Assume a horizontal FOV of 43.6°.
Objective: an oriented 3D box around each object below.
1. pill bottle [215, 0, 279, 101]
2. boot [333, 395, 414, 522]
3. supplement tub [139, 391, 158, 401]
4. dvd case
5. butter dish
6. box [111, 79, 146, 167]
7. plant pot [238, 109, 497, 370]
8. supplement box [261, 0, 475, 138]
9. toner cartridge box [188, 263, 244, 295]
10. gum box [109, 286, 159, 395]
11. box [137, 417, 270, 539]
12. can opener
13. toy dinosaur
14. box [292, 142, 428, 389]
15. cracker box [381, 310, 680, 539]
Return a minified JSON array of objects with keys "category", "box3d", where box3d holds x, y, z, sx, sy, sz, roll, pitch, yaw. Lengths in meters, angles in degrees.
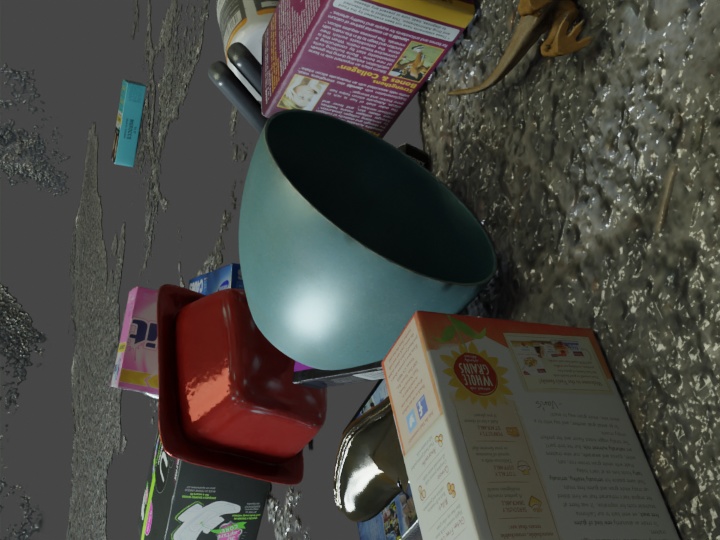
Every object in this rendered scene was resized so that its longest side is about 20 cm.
[{"category":"pill bottle","box3d":[-0.122,-0.314,1.133,0.202,0.114,0.118,-107,34,-44]},{"category":"boot","box3d":[0.035,0.149,0.664,0.098,0.073,0.202,-107,35,-47]},{"category":"supplement tub","box3d":[-0.254,0.117,1.257,0.200,0.119,0.126,135,140,-85]},{"category":"dvd case","box3d":[0.037,0.152,0.771,0.201,0.017,0.145,120,148,-43]},{"category":"butter dish","box3d":[-0.100,0.098,0.938,0.147,0.198,0.203,-31,52,31]},{"category":"box","box3d":[-0.580,-0.368,2.244,0.082,0.048,0.205,-144,64,-63]},{"category":"plant pot","box3d":[-0.014,-0.006,0.681,0.136,0.197,0.202,-56,34,25]},{"category":"supplement box","box3d":[0.000,-0.223,0.822,0.200,0.128,0.105,134,138,-52]},{"category":"toner cartridge box","box3d":[-0.147,0.028,1.123,0.199,0.093,0.044,166,109,-65]},{"category":"gum box","box3d":[-0.186,0.099,1.073,0.066,0.196,0.116,165,117,-66]},{"category":"box","box3d":[-0.198,0.278,1.134,0.149,0.122,0.204,-135,57,-61]},{"category":"can opener","box3d":[-0.079,-0.149,0.935,0.053,0.200,0.067,-42,51,2]},{"category":"toy dinosaur","box3d":[0.128,-0.182,0.634,0.107,0.059,0.202,-77,13,-60]},{"category":"box","box3d":[0.000,0.000,0.821,0.142,0.036,0.205,-17,63,52]},{"category":"cracker box","box3d":[0.098,0.124,0.503,0.058,0.131,0.203,122,146,-42]}]
